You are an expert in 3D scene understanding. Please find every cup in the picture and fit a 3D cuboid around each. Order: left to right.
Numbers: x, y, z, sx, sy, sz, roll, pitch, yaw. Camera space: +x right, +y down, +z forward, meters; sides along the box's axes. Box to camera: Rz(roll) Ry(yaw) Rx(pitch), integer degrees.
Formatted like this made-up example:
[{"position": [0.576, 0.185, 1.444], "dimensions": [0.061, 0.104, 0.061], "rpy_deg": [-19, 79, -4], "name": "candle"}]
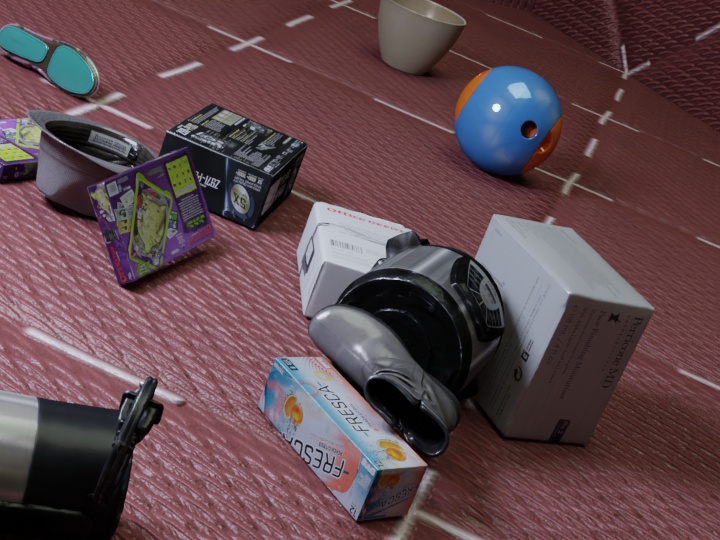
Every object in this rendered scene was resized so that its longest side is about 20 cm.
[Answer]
[{"position": [0.117, -0.522, 2.990], "dimensions": [0.200, 0.144, 0.200], "rpy_deg": [19, 22, -8], "name": "cup"}]

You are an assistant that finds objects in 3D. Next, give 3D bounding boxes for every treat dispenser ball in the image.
[{"position": [0.272, -0.277, 2.478], "dimensions": [0.200, 0.201, 0.201], "rpy_deg": [18, 22, -8], "name": "treat dispenser ball"}]

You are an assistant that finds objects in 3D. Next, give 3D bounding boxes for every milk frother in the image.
[{"position": [-0.264, 0.132, 1.028], "dimensions": [0.187, 0.201, 0.181], "rpy_deg": [13, 27, -20], "name": "milk frother"}]

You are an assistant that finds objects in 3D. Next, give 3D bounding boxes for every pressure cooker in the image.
[{"position": [0.070, 0.060, 1.539], "dimensions": [0.178, 0.176, 0.200], "rpy_deg": [25, 21, 16], "name": "pressure cooker"}]

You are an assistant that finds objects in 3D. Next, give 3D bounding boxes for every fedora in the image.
[{"position": [-0.347, -0.127, 1.702], "dimensions": [0.177, 0.091, 0.200], "rpy_deg": [32, 15, 20], "name": "fedora"}]

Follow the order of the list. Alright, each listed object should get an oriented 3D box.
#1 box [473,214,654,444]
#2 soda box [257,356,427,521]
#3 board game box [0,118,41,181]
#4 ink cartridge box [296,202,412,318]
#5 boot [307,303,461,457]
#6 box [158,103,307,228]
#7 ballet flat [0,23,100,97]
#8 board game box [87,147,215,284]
[{"position": [0.216, 0.070, 1.614], "dimensions": [0.130, 0.200, 0.200], "rpy_deg": [9, 25, -29], "name": "box"}, {"position": [-0.021, 0.166, 1.354], "dimensions": [0.068, 0.064, 0.200], "rpy_deg": [2, 28, -39], "name": "soda box"}, {"position": [-0.446, -0.165, 1.784], "dimensions": [0.120, 0.032, 0.200], "rpy_deg": [35, 24, 21], "name": "board game box"}, {"position": [0.000, 0.000, 1.735], "dimensions": [0.145, 0.084, 0.200], "rpy_deg": [16, 22, -12], "name": "ink cartridge box"}, {"position": [0.021, 0.106, 1.382], "dimensions": [0.200, 0.070, 0.132], "rpy_deg": [35, 8, 8], "name": "boot"}, {"position": [-0.185, -0.153, 1.919], "dimensions": [0.163, 0.086, 0.200], "rpy_deg": [23, 21, 4], "name": "box"}, {"position": [-0.477, -0.327, 2.101], "dimensions": [0.200, 0.069, 0.071], "rpy_deg": [27, 3, 16], "name": "ballet flat"}, {"position": [-0.248, -0.070, 1.620], "dimensions": [0.032, 0.120, 0.200], "rpy_deg": [-16, 10, 26], "name": "board game box"}]
